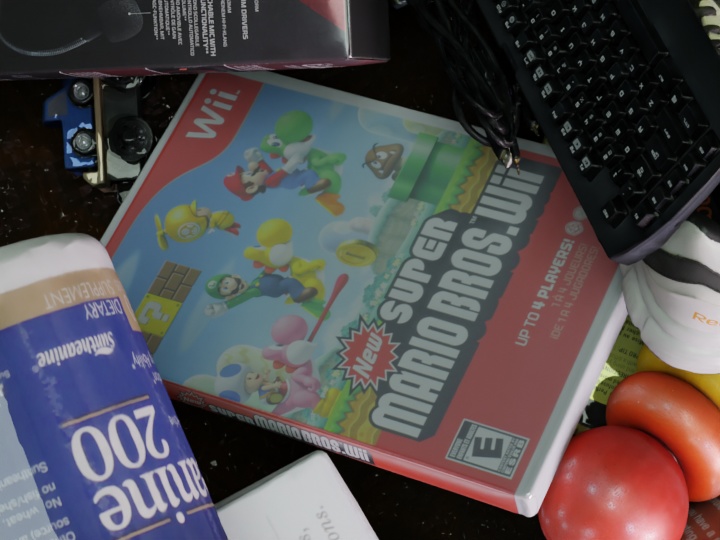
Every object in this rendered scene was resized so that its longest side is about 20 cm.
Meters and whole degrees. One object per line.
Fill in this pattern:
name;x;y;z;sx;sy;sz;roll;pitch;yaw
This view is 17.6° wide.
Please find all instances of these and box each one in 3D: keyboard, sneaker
keyboard;0.058;-0.088;0.806;0.039;0.104;0.201;6;45;-35
sneaker;0.116;-0.069;0.825;0.073;0.080;0.201;-9;63;-6

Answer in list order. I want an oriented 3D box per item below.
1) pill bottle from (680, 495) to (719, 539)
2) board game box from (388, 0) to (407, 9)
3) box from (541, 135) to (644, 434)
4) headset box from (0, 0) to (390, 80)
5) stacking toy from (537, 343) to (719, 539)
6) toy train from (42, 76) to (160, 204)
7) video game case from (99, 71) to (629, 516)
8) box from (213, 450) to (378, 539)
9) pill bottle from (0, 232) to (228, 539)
pill bottle;0.143;0.139;0.863;0.199;0.112;0.113;-30;85;-3
board game box;0.016;-0.211;0.921;0.199;0.062;0.201;-25;87;-1
box;0.103;-0.037;0.911;0.075;0.050;0.202;20;85;2
headset box;-0.073;-0.147;0.856;0.198;0.075;0.150;-2;94;13
stacking toy;0.135;0.035;0.857;0.085;0.085;0.200;46;65;3
toy train;-0.109;-0.124;0.925;0.045;0.034;0.202;-6;84;3
video game case;0.000;0.000;0.863;0.198;0.018;0.144;16;60;22
box;-0.051;0.198;0.846;0.199;0.131;0.200;-29;86;-3
pill bottle;-0.095;0.099;0.734;0.110;0.111;0.201;-23;85;-3
